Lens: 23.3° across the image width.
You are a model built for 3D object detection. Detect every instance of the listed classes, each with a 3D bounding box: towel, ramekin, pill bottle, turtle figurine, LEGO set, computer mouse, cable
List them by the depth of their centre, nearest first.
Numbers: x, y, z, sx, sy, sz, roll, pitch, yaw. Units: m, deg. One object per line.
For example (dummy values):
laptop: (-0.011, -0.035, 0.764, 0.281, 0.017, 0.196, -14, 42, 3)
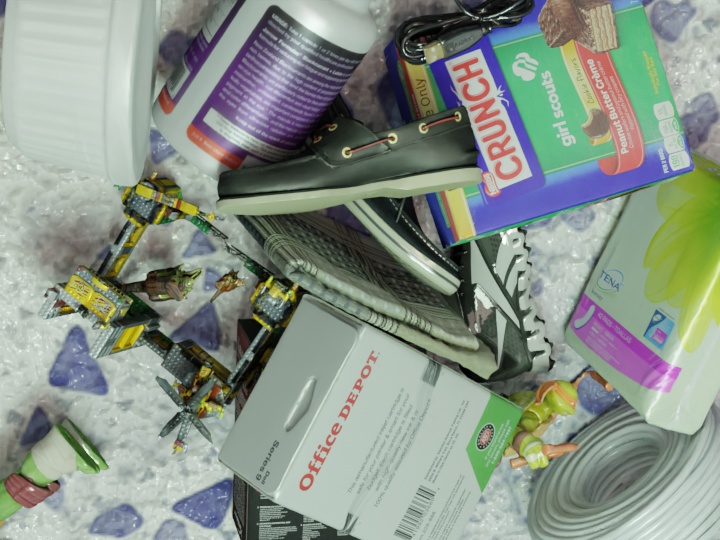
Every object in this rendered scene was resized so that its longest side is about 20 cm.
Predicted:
ramekin: (-0.195, -0.163, 1.237, 0.093, 0.203, 0.205, 6, 107, -2)
pill bottle: (-0.057, -0.166, 1.277, 0.111, 0.112, 0.201, 29, 110, -21)
LEGO set: (-0.144, 0.024, 1.313, 0.200, 0.116, 0.154, 45, 104, 9)
computer mouse: (0.039, -0.255, 1.317, 0.109, 0.044, 0.201, -29, 86, -6)
towel: (0.000, 0.000, 1.329, 0.199, 0.193, 0.035, 27, 99, -26)
turtle figurine: (-0.273, 0.222, 1.371, 0.194, 0.200, 0.144, -41, 147, -2)
turtle figurine: (0.123, 0.138, 1.441, 0.161, 0.200, 0.065, -41, 93, 22)
cable: (0.227, 0.184, 1.453, 0.199, 0.200, 0.069, -31, 109, 22)

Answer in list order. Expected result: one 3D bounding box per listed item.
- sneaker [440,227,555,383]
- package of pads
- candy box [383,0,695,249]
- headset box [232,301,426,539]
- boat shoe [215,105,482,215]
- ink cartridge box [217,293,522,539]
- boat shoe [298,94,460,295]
sneaker: (0.096, 0.009, 1.430, 0.090, 0.066, 0.202, -22, 114, -11)
package of pads: (0.259, 0.009, 1.426, 0.068, 0.155, 0.202, 18, 105, -27)
candy box: (0.137, -0.126, 1.359, 0.198, 0.077, 0.171, -17, 85, -8)
headset box: (-0.027, 0.123, 1.433, 0.147, 0.075, 0.202, -2, 109, -14)
boat shoe: (-0.011, -0.078, 1.265, 0.199, 0.074, 0.064, -11, 89, -13)
ink cartridge box: (0.010, 0.125, 1.328, 0.199, 0.084, 0.147, 31, 87, -42)
boat shoe: (0.015, -0.065, 1.345, 0.062, 0.075, 0.200, -40, 76, 0)
